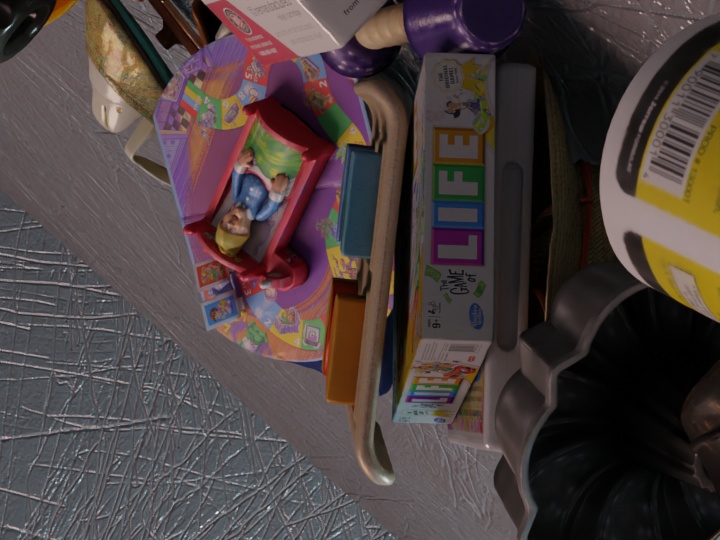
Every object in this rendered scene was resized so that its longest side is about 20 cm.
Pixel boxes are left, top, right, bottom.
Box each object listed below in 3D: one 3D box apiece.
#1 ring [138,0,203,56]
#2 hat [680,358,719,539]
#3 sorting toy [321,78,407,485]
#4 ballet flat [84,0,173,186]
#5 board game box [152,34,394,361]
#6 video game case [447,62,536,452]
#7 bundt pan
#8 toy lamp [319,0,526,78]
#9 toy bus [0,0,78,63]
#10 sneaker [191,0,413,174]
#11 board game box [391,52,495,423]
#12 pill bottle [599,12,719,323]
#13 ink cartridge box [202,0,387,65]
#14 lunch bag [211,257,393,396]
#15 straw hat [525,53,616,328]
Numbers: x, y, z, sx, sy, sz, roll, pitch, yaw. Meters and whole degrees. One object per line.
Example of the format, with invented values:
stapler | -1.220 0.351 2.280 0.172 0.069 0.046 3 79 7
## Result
ring | -0.114 -0.146 1.415 0.201 0.019 0.200 50 -178 -2
hat | 0.190 0.048 0.836 0.081 0.199 0.201 63 174 15
sorting toy | 0.000 0.000 1.101 0.036 0.202 0.185 2 -175 -2
ballet flat | -0.137 -0.105 1.361 0.071 0.071 0.200 33 170 40
board game box | -0.059 -0.039 1.224 0.157 0.039 0.202 -10 98 36
video game case | 0.066 -0.001 1.069 0.023 0.184 0.200 2 176 -3
bundt pan | 0.146 0.069 0.928 0.202 0.202 0.076 48 177 -28
toy lamp | 0.030 -0.124 1.033 0.058 0.058 0.200 45 172 -15
toy bus | -0.197 -0.201 1.193 0.136 0.200 0.192 42 177 4
sneaker | -0.043 -0.119 1.256 0.200 0.073 0.085 33 168 46
board game box | 0.039 -0.009 1.022 0.034 0.136 0.200 2 165 -2
pill bottle | 0.188 -0.013 0.733 0.200 0.114 0.114 31 165 48
ink cartridge box | -0.071 -0.202 1.012 0.200 0.083 0.146 45 169 -14
lunch bag | -0.007 -0.002 1.368 0.132 0.137 0.200 22 167 12
straw hat | 0.121 -0.004 1.026 0.084 0.203 0.201 2 167 -1
